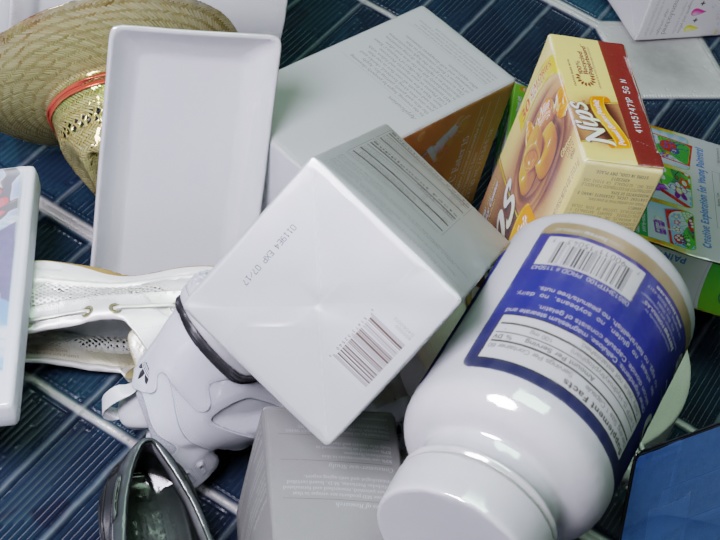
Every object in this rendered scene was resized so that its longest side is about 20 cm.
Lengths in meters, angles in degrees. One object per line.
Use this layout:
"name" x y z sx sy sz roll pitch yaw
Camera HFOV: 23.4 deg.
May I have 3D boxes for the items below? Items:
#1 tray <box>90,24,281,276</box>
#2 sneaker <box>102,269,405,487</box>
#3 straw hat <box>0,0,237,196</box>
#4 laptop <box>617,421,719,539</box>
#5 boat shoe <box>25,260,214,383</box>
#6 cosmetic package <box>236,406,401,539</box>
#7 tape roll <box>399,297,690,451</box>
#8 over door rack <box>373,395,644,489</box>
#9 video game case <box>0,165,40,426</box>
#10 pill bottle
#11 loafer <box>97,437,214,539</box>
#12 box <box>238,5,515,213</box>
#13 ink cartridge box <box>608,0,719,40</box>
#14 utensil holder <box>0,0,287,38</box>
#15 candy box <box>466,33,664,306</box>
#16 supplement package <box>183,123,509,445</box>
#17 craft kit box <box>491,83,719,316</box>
"tray" -0.115 -0.059 1.101 0.106 0.202 0.022 1 26 -16
"sneaker" -0.061 0.082 1.060 0.199 0.115 0.075 32 23 -40
"straw hat" -0.156 -0.093 1.142 0.199 0.201 0.086 -6 68 -23
"laptop" 0.238 0.189 0.974 0.186 0.116 0.201 -14 69 -31
"boat shoe" -0.131 0.042 1.083 0.198 0.071 0.070 2 45 -3
"cosmetic package" -0.018 0.183 0.948 0.089 0.107 0.201 3 47 -15
"tape roll" 0.124 0.055 1.170 0.201 0.037 0.204 8 44 -8
"over door rack" 0.123 0.131 1.036 0.198 0.067 0.149 -8 71 -26
"video game case" -0.288 0.020 1.047 0.180 0.023 0.201 -7 46 1
"pill bottle" 0.092 0.076 0.936 0.119 0.120 0.200 27 53 11
"loafer" -0.104 0.182 0.946 0.067 0.071 0.202 -4 48 -20
"box" -0.004 -0.080 1.199 0.199 0.125 0.097 -29 60 -37
"ink cartridge box" 0.323 -0.267 1.496 0.198 0.116 0.068 -7 49 -23
"utensil holder" -0.168 -0.214 1.255 0.198 0.171 0.171 0 46 -21
"candy box" 0.119 -0.031 1.082 0.055 0.201 0.116 6 45 -13
"supplement package" 0.000 0.000 0.992 0.109 0.114 0.200 43 16 2
"craft kit box" 0.192 -0.054 1.264 0.196 0.049 0.200 20 30 -2
